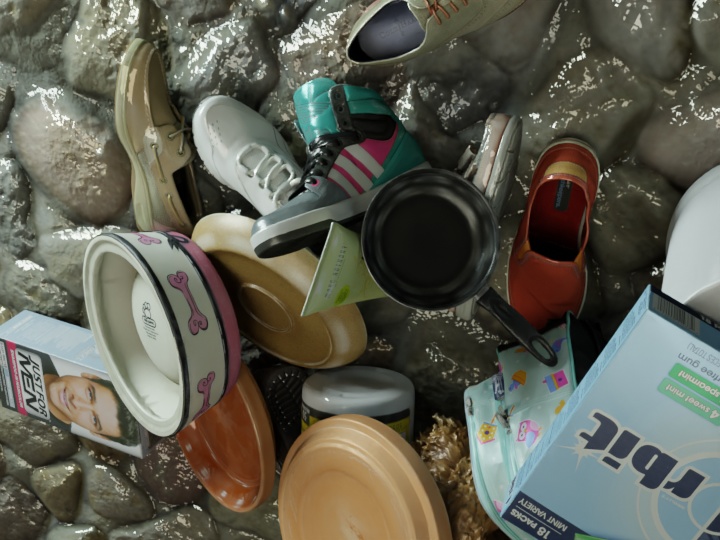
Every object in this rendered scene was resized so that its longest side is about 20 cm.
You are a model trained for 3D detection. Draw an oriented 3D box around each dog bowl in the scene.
[{"bbox_3d":[-0.187,0.052,1.025,0.200,0.074,0.201,31,131,44],"label":"dog bowl"}]

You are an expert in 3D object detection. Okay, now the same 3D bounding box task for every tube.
[{"bbox_3d":[0.000,0.000,0.919,0.052,0.200,0.058,-22,82,18],"label":"tube"}]

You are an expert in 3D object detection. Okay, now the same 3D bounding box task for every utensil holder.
[{"bbox_3d":[0.308,0.026,0.812,0.169,0.200,0.171,10,120,17],"label":"utensil holder"}]

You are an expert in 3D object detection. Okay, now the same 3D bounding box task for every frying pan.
[{"bbox_3d":[0.090,-0.010,0.877,0.189,0.031,0.116,23,84,-6],"label":"frying pan"}]

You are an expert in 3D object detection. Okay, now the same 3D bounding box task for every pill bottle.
[{"bbox_3d":[-0.004,0.204,1.058,0.111,0.111,0.201,5,103,19],"label":"pill bottle"}]

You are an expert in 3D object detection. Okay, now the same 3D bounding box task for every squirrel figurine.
[{"bbox_3d":[0.106,0.238,1.015,0.141,0.187,0.201,10,115,27],"label":"squirrel figurine"}]

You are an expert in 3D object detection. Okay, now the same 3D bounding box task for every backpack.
[{"bbox_3d":[0.180,0.161,0.906,0.153,0.200,0.176,-32,122,17],"label":"backpack"}]

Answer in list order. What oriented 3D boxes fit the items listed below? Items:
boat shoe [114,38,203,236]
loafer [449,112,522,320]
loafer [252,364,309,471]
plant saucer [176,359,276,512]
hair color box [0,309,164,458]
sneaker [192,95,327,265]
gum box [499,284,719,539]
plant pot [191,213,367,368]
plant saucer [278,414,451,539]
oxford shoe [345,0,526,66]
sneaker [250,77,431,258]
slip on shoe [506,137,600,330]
[{"bbox_3d":[-0.182,-0.120,1.007,0.065,0.072,0.201,8,125,11],"label":"boat shoe"},{"bbox_3d":[0.091,-0.047,0.939,0.063,0.072,0.201,20,125,16],"label":"loafer"},{"bbox_3d":[-0.060,0.176,1.126,0.071,0.073,0.201,19,133,54],"label":"loafer"},{"bbox_3d":[-0.144,0.149,1.109,0.200,0.032,0.201,31,130,45],"label":"plant saucer"},{"bbox_3d":[-0.303,0.121,1.172,0.199,0.061,0.100,14,122,23],"label":"hair color box"},{"bbox_3d":[-0.071,-0.077,0.965,0.074,0.087,0.200,-44,105,-9],"label":"sneaker"},{"bbox_3d":[0.219,0.137,0.749,0.169,0.045,0.201,31,118,3],"label":"gum box"},{"bbox_3d":[-0.085,0.029,1.020,0.199,0.028,0.201,27,149,18],"label":"plant pot"},{"bbox_3d":[-0.005,0.229,0.949,0.200,0.032,0.202,8,102,44],"label":"plant saucer"},{"bbox_3d":[0.074,-0.212,0.851,0.199,0.074,0.071,-29,104,31],"label":"oxford shoe"},{"bbox_3d":[-0.032,-0.095,0.897,0.083,0.200,0.121,-29,89,48],"label":"sneaker"},{"bbox_3d":[0.164,-0.014,0.930,0.074,0.061,0.201,13,123,12],"label":"slip on shoe"}]
